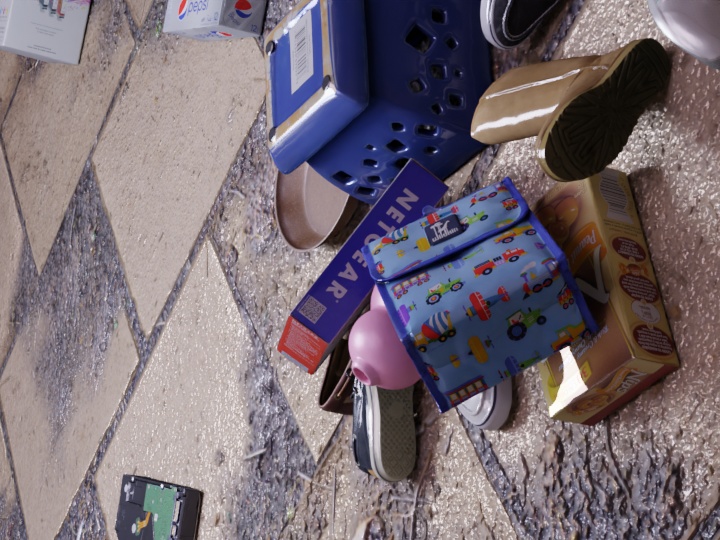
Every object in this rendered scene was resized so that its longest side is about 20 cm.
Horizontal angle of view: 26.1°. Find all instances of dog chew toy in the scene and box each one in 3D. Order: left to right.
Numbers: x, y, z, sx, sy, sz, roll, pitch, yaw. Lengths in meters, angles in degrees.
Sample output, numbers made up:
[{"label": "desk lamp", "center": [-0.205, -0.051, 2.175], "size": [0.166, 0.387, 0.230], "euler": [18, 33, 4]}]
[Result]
[{"label": "dog chew toy", "center": [0.067, 0.033, 1.444], "size": [0.200, 0.125, 0.124], "euler": [-43, 20, -23]}]

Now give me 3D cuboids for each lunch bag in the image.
[{"label": "lunch bag", "center": [0.093, 0.002, 1.343], "size": [0.150, 0.094, 0.200], "euler": [-28, 36, 2]}]

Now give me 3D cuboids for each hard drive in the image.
[{"label": "hard drive", "center": [-0.278, 0.352, 2.090], "size": [0.200, 0.038, 0.140], "euler": [-5, 77, 60]}]

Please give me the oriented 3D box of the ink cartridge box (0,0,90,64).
[{"label": "ink cartridge box", "center": [-0.570, -0.482, 2.771], "size": [0.145, 0.144, 0.201], "euler": [15, 93, 61]}]

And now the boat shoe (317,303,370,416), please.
[{"label": "boat shoe", "center": [-0.003, 0.059, 1.673], "size": [0.072, 0.072, 0.200], "euler": [26, 103, 60]}]

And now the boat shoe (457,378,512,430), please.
[{"label": "boat shoe", "center": [0.086, 0.076, 1.520], "size": [0.072, 0.066, 0.200], "euler": [-58, 36, 33]}]

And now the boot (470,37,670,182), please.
[{"label": "boot", "center": [0.166, -0.134, 1.401], "size": [0.175, 0.066, 0.200], "euler": [-42, 20, -26]}]

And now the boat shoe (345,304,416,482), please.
[{"label": "boat shoe", "center": [0.022, 0.119, 1.613], "size": [0.062, 0.074, 0.201], "euler": [-10, 76, 53]}]

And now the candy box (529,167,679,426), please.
[{"label": "candy box", "center": [0.199, 0.020, 1.353], "size": [0.115, 0.055, 0.200], "euler": [-44, 44, 43]}]

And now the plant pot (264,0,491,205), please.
[{"label": "plant pot", "center": [0.009, -0.200, 1.633], "size": [0.200, 0.179, 0.200], "euler": [-35, 51, 52]}]

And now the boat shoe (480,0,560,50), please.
[{"label": "boat shoe", "center": [0.183, -0.294, 1.479], "size": [0.200, 0.072, 0.068], "euler": [-59, 33, 19]}]

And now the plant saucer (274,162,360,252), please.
[{"label": "plant saucer", "center": [-0.040, -0.118, 1.835], "size": [0.200, 0.037, 0.201], "euler": [-27, 58, 55]}]

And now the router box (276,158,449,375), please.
[{"label": "router box", "center": [0.000, 0.000, 1.555], "size": [0.200, 0.049, 0.180], "euler": [-52, -3, -15]}]

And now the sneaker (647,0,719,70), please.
[{"label": "sneaker", "center": [0.280, -0.251, 1.291], "size": [0.080, 0.070, 0.201], "euler": [-47, 42, 39]}]

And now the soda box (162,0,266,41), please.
[{"label": "soda box", "center": [-0.204, -0.360, 2.170], "size": [0.200, 0.068, 0.064], "euler": [10, 90, 61]}]
